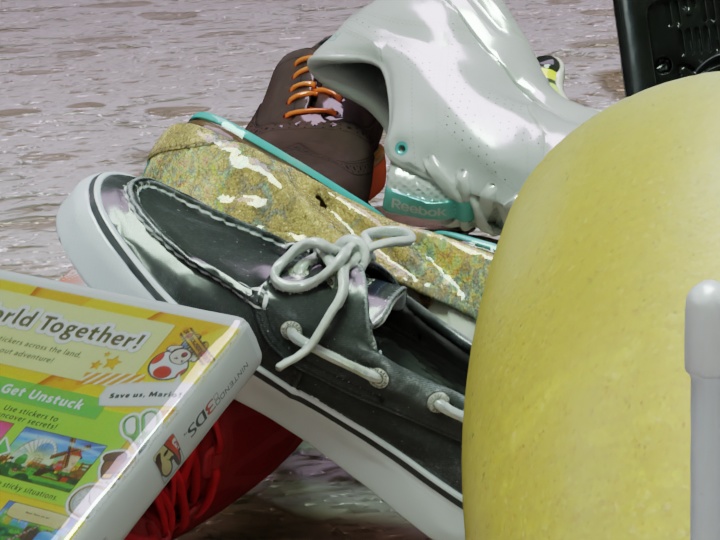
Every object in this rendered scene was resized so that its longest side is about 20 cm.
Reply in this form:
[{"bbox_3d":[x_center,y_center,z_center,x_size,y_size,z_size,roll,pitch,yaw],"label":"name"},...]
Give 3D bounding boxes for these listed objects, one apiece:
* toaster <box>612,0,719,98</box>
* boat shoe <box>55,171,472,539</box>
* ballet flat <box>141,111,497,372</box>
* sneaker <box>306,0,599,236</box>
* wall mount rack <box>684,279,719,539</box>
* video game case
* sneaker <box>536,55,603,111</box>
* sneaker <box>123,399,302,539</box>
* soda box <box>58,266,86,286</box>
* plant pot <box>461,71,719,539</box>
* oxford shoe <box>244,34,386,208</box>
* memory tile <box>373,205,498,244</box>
[{"bbox_3d":[0.213,-0.059,1.333,0.180,0.201,0.119,-8,6,8],"label":"toaster"},{"bbox_3d":[-0.009,0.019,1.016,0.199,0.068,0.074,38,29,4],"label":"boat shoe"},{"bbox_3d":[0.008,0.010,1.086,0.200,0.071,0.071,24,15,4],"label":"ballet flat"},{"bbox_3d":[0.054,-0.037,1.190,0.088,0.075,0.200,-28,54,-20],"label":"sneaker"},{"bbox_3d":[0.141,0.086,0.671,0.199,0.174,0.075,-8,-21,-23],"label":"wall mount rack"},{"bbox_3d":[-0.158,0.067,0.954,0.200,0.023,0.182,10,48,36],"label":"video game case"},{"bbox_3d":[0.134,-0.027,1.248,0.200,0.077,0.075,25,-6,10],"label":"sneaker"},{"bbox_3d":[-0.072,0.086,0.997,0.200,0.079,0.115,-26,31,-32],"label":"sneaker"},{"bbox_3d":[-0.093,0.036,1.221,0.068,0.064,0.200,0,12,8],"label":"soda box"},{"bbox_3d":[0.106,0.070,0.779,0.199,0.200,0.142,2,38,25],"label":"plant pot"},{"bbox_3d":[-0.025,-0.058,1.264,0.071,0.073,0.200,5,12,3],"label":"oxford shoe"},{"bbox_3d":[0.000,0.000,1.215,0.153,0.017,0.200,0,12,-16],"label":"memory tile"}]
